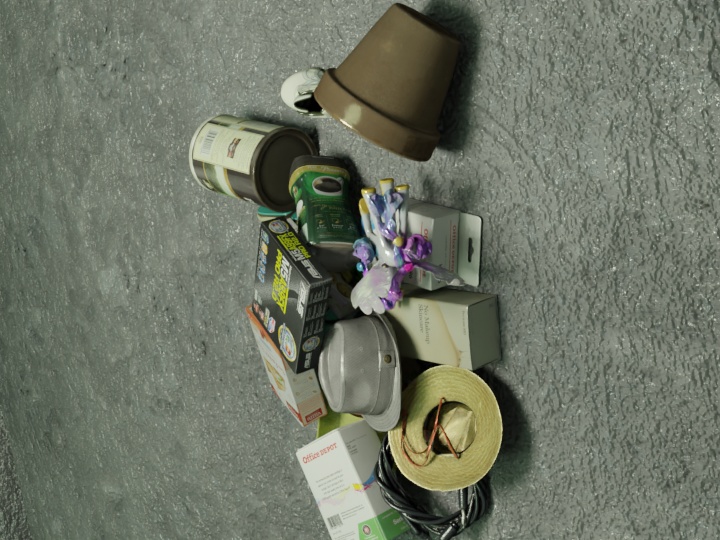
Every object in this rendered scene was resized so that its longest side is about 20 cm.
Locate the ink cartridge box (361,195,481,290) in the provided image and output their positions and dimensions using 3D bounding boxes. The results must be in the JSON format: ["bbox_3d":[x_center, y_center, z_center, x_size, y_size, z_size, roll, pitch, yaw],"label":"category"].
[{"bbox_3d":[0.091,-0.043,1.497,0.199,0.067,0.117,17,115,44],"label":"ink cartridge box"}]

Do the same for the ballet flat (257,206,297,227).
[{"bbox_3d":[-0.107,-0.088,1.721,0.199,0.069,0.070,10,109,48],"label":"ballet flat"}]

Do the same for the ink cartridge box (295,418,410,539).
[{"bbox_3d":[-0.010,0.373,1.653,0.145,0.083,0.202,-36,75,47],"label":"ink cartridge box"}]

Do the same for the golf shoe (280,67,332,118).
[{"bbox_3d":[-0.086,-0.293,1.600,0.199,0.097,0.079,16,115,47],"label":"golf shoe"}]

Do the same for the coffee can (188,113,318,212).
[{"bbox_3d":[-0.191,-0.194,1.710,0.199,0.145,0.148,19,116,44],"label":"coffee can"}]

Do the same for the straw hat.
[{"bbox_3d":[0.148,0.247,1.501,0.199,0.085,0.203,-7,78,33],"label":"straw hat"}]

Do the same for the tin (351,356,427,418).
[{"bbox_3d":[0.037,0.196,1.615,0.199,0.042,0.113,0,69,48],"label":"tin"}]

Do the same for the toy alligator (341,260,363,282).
[{"bbox_3d":[0.000,0.000,1.630,0.201,0.059,0.054,56,179,16],"label":"toy alligator"}]

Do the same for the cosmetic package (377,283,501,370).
[{"bbox_3d":[0.119,0.085,1.502,0.199,0.073,0.105,6,106,48],"label":"cosmetic package"}]

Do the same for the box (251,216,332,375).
[{"bbox_3d":[-0.113,0.040,1.531,0.161,0.044,0.201,51,145,36],"label":"box"}]

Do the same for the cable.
[{"bbox_3d":[0.111,0.337,1.563,0.163,0.051,0.201,-44,72,19],"label":"cable"}]

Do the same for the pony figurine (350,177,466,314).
[{"bbox_3d":[0.051,-0.025,1.405,0.193,0.165,0.202,-138,39,-75],"label":"pony figurine"}]

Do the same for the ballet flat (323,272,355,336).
[{"bbox_3d":[-0.068,0.070,1.723,0.200,0.067,0.073,-52,43,43],"label":"ballet flat"}]

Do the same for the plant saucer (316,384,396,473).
[{"bbox_3d":[0.003,0.318,1.724,0.199,0.048,0.202,28,121,41],"label":"plant saucer"}]

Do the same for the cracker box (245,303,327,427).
[{"bbox_3d":[-0.132,0.162,1.714,0.134,0.057,0.201,39,150,52],"label":"cracker box"}]

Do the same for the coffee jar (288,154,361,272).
[{"bbox_3d":[-0.060,-0.098,1.578,0.086,0.103,0.202,115,152,-50],"label":"coffee jar"}]

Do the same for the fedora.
[{"bbox_3d":[-0.009,0.158,1.522,0.176,0.089,0.202,-1,90,63],"label":"fedora"}]

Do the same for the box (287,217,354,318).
[{"bbox_3d":[-0.079,-0.005,1.639,0.200,0.041,0.039,49,148,23],"label":"box"}]

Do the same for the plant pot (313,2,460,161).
[{"bbox_3d":[0.056,-0.282,1.393,0.200,0.199,0.175,44,114,30],"label":"plant pot"}]
